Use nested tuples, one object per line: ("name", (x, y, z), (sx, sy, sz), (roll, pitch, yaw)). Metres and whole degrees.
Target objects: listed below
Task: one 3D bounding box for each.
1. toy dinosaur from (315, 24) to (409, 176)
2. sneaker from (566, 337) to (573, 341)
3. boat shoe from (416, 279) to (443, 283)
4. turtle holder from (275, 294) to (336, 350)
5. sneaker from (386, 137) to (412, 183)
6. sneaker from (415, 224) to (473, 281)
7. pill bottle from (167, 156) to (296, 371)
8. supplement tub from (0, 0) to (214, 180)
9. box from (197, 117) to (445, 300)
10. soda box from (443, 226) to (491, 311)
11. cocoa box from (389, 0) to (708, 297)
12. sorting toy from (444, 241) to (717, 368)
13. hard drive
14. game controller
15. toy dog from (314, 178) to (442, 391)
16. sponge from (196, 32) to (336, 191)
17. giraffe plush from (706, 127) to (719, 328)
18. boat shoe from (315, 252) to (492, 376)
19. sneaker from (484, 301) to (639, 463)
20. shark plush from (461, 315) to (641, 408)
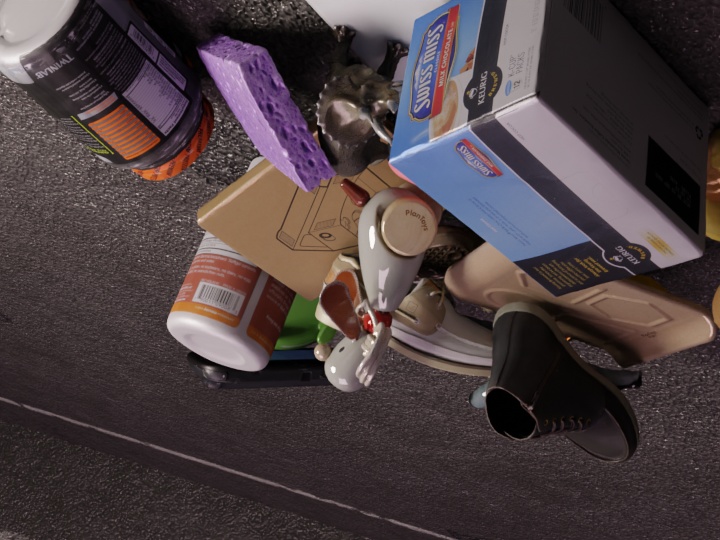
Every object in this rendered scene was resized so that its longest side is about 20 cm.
("toy dinosaur", (-0.007, -0.118, 0.969), (0.076, 0.103, 0.200), (23, 159, -1))
("sneaker", (0.188, 0.043, 1.287), (0.077, 0.078, 0.200), (22, 162, -7))
("boat shoe", (0.064, 0.027, 1.392), (0.065, 0.073, 0.200), (9, 156, -8))
("turtle holder", (-0.076, 0.010, 1.431), (0.142, 0.184, 0.132), (62, 165, -10))
("sneaker", (0.110, -0.057, 1.075), (0.197, 0.074, 0.088), (19, 131, 7))
("sneaker", (0.040, -0.028, 1.266), (0.070, 0.077, 0.199), (18, 157, -30))
("pill bottle", (-0.111, -0.009, 1.286), (0.111, 0.202, 0.112), (19, 160, 7))
("supplement tub", (-0.222, -0.173, 1.102), (0.121, 0.124, 0.200), (7, 155, 35))
("box", (-0.027, -0.062, 1.170), (0.199, 0.021, 0.163), (-34, 131, 24))
("soda box", (0.170, -0.010, 1.191), (0.067, 0.065, 0.199), (33, 158, -27))
("cocoa box", (0.136, -0.095, 0.876), (0.130, 0.135, 0.199), (-19, 138, 41))
("sorting toy", (0.189, 0.022, 1.103), (0.198, 0.037, 0.185), (24, 162, -9))
("hard drive", (0.047, -0.178, 0.952), (0.131, 0.027, 0.200), (3, 152, 43))
("game controller", (-0.092, 0.103, 1.404), (0.197, 0.043, 0.104), (1, -166, -23))
("toy dog", (0.000, 0.000, 1.116), (0.095, 0.202, 0.132), (24, 172, 1))
("sponge", (-0.081, -0.133, 1.020), (0.112, 0.030, 0.200), (59, 174, -20))
("giraffe plush", (0.324, 0.005, 0.920), (0.198, 0.164, 0.172), (0, 151, 46))
("boat shoe", (0.056, 0.042, 1.181), (0.197, 0.069, 0.075), (18, -166, 9))
("sneaker", (0.174, 0.133, 1.121), (0.074, 0.107, 0.200), (-24, 120, 40))
("shark plush", (0.168, 0.094, 1.198), (0.199, 0.091, 0.084), (23, 147, 44))
